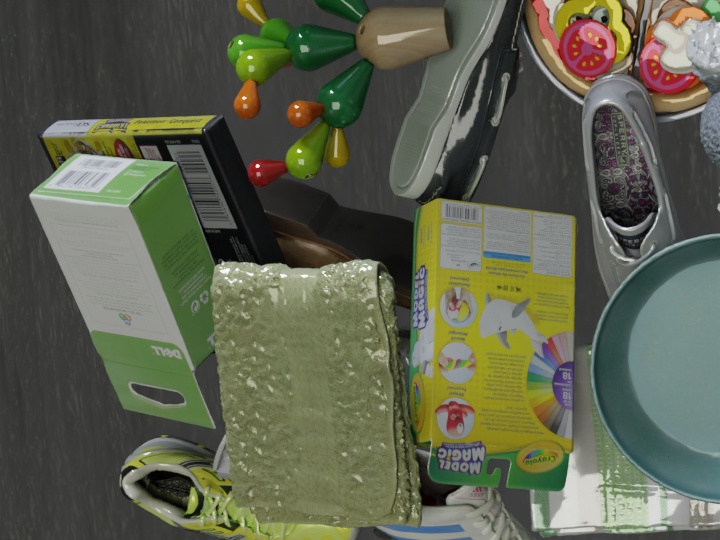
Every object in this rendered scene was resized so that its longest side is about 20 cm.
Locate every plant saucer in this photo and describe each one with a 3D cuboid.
[{"bbox_3d":[0.262,0.066,1.402,0.198,0.036,0.202,3,106,9],"label":"plant saucer"}]

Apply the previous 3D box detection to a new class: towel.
[{"bbox_3d":[0.215,0.125,1.464,0.199,0.031,0.150,-4,106,18],"label":"towel"},{"bbox_3d":[-0.032,0.088,1.396,0.147,0.036,0.201,0,108,24],"label":"towel"}]

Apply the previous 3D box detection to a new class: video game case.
[{"bbox_3d":[-0.136,-0.024,1.485,0.180,0.026,0.201,2,125,40],"label":"video game case"}]

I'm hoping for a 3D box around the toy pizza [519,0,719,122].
[{"bbox_3d":[0.202,-0.204,1.411,0.199,0.032,0.202,3,101,17],"label":"toy pizza"}]

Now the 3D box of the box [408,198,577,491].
[{"bbox_3d":[0.095,0.056,1.424,0.117,0.048,0.202,7,76,-21],"label":"box"}]

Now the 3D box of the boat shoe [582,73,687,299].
[{"bbox_3d":[0.196,-0.038,1.418,0.071,0.069,0.201,-2,110,17],"label":"boat shoe"}]

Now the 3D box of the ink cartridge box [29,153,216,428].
[{"bbox_3d":[-0.158,0.015,1.471,0.103,0.059,0.201,7,129,37],"label":"ink cartridge box"}]

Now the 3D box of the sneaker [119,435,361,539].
[{"bbox_3d":[-0.097,0.187,1.557,0.199,0.076,0.076,10,102,14],"label":"sneaker"}]

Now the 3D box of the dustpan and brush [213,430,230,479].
[{"bbox_3d":[-0.024,0.093,1.448,0.139,0.057,0.201,11,116,-8],"label":"dustpan and brush"}]

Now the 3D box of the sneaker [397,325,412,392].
[{"bbox_3d":[-0.012,0.087,1.511,0.199,0.080,0.074,-5,97,17],"label":"sneaker"}]

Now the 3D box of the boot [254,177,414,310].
[{"bbox_3d":[0.000,0.000,1.505,0.199,0.074,0.076,24,125,16],"label":"boot"}]

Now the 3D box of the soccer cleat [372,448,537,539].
[{"bbox_3d":[0.081,0.187,1.461,0.199,0.070,0.086,30,133,-25],"label":"soccer cleat"}]

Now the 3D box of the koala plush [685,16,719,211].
[{"bbox_3d":[0.320,-0.099,1.345,0.199,0.184,0.178,-5,114,38],"label":"koala plush"}]

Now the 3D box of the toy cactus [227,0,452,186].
[{"bbox_3d":[-0.014,-0.155,1.436,0.164,0.102,0.201,-7,55,13],"label":"toy cactus"}]

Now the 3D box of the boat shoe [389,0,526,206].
[{"bbox_3d":[0.083,-0.141,1.447,0.060,0.076,0.201,16,106,-28],"label":"boat shoe"}]
